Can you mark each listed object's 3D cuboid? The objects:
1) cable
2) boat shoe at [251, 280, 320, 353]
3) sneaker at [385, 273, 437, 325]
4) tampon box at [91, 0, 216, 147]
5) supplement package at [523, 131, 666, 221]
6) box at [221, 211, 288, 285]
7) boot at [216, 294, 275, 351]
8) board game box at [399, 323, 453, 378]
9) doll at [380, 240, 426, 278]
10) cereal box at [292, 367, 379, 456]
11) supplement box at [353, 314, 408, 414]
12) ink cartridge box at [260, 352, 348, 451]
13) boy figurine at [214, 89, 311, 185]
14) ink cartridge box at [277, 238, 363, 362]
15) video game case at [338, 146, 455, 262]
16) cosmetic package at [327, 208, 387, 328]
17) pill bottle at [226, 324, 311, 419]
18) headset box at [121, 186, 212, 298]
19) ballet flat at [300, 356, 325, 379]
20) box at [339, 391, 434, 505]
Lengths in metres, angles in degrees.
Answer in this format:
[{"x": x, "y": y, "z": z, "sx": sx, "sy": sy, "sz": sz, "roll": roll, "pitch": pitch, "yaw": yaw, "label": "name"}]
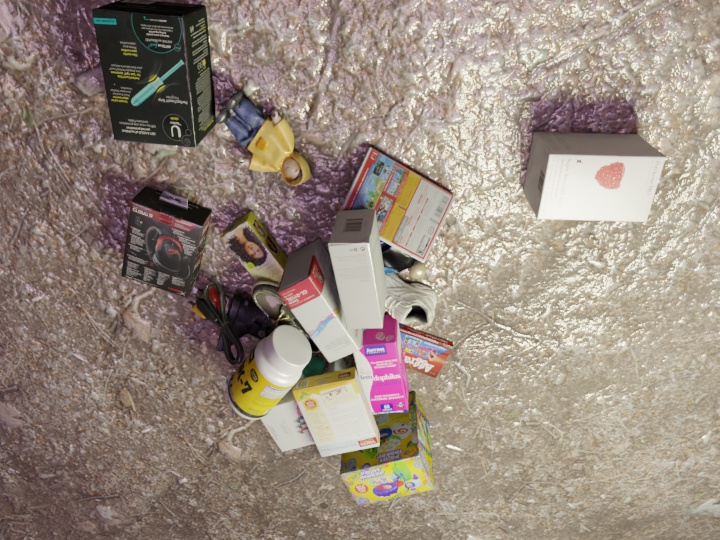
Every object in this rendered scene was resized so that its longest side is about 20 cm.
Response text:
[{"x": -0.297, "y": 0.104, "z": 1.151, "sx": 0.097, "sy": 0.050, "sz": 0.200, "roll": -47, "pitch": 75, "yaw": 14, "label": "cable"}, {"x": -0.151, "y": 0.100, "z": 1.126, "sx": 0.072, "sy": 0.061, "sz": 0.201, "roll": -38, "pitch": 116, "yaw": 24, "label": "boat shoe"}, {"x": 0.073, "y": 0.062, "z": 1.123, "sx": 0.194, "sy": 0.100, "sz": 0.080, "roll": 14, "pitch": 122, "yaw": -5, "label": "sneaker"}, {"x": -0.337, "y": -0.332, "z": 0.896, "sx": 0.145, "sy": 0.128, "sz": 0.205, "roll": 5, "pitch": 122, "yaw": 1, "label": "tampon box"}, {"x": 0.409, "y": -0.169, "z": 0.952, "sx": 0.193, "sy": 0.121, "sz": 0.125, "roll": 1, "pitch": 121, "yaw": 2, "label": "supplement package"}, {"x": -0.201, "y": -0.020, "z": 1.121, "sx": 0.074, "sy": 0.051, "sz": 0.202, "roll": -27, "pitch": 116, "yaw": 19, "label": "box"}, {"x": -0.220, "y": 0.153, "z": 1.224, "sx": 0.195, "sy": 0.067, "sz": 0.167, "roll": 19, "pitch": 128, "yaw": -17, "label": "boot"}, {"x": 0.107, "y": 0.180, "z": 1.241, "sx": 0.195, "sy": 0.020, "sz": 0.105, "roll": 19, "pitch": 121, "yaw": -8, "label": "board game box"}, {"x": 0.066, "y": -0.054, "z": 1.085, "sx": 0.136, "sy": 0.049, "sz": 0.200, "roll": -39, "pitch": 112, "yaw": 21, "label": "doll"}, {"x": -0.049, "y": 0.309, "z": 1.145, "sx": 0.139, "sy": 0.040, "sz": 0.204, "roll": -12, "pitch": 119, "yaw": 10, "label": "cereal box"}, {"x": 0.048, "y": 0.213, "z": 1.194, "sx": 0.098, "sy": 0.104, "sz": 0.205, "roll": -7, "pitch": 119, "yaw": 9, "label": "supplement box"}, {"x": -0.118, "y": 0.303, "z": 1.254, "sx": 0.195, "sy": 0.147, "sz": 0.147, "roll": -18, "pitch": 119, "yaw": 13, "label": "ink cartridge box"}, {"x": -0.175, "y": -0.230, "z": 0.986, "sx": 0.124, "sy": 0.065, "sz": 0.200, "roll": -39, "pitch": 108, "yaw": 21, "label": "boy figurine"}, {"x": -0.076, "y": 0.064, "z": 1.106, "sx": 0.081, "sy": 0.147, "sz": 0.202, "roll": -24, "pitch": 117, "yaw": 17, "label": "ink cartridge box"}, {"x": 0.071, "y": -0.124, "z": 1.028, "sx": 0.196, "sy": 0.017, "sz": 0.146, "roll": 26, "pitch": 94, "yaw": -13, "label": "video game case"}, {"x": 0.000, "y": 0.000, "z": 1.007, "sx": 0.078, "sy": 0.114, "sz": 0.205, "roll": -1, "pitch": 126, "yaw": 10, "label": "cosmetic package"}, {"x": -0.190, "y": 0.211, "z": 1.108, "sx": 0.113, "sy": 0.116, "sz": 0.201, "roll": 32, "pitch": 123, "yaw": -15, "label": "pill bottle"}, {"x": -0.396, "y": -0.064, "z": 1.090, "sx": 0.144, "sy": 0.076, "sz": 0.204, "roll": 18, "pitch": 121, "yaw": -8, "label": "headset box"}, {"x": -0.175, "y": 0.221, "z": 1.202, "sx": 0.195, "sy": 0.069, "sz": 0.071, "roll": -13, "pitch": 135, "yaw": 25, "label": "ballet flat"}, {"x": 0.065, "y": 0.430, "z": 1.291, "sx": 0.195, "sy": 0.195, "sz": 0.124, "roll": -18, "pitch": 120, "yaw": 14, "label": "box"}]
